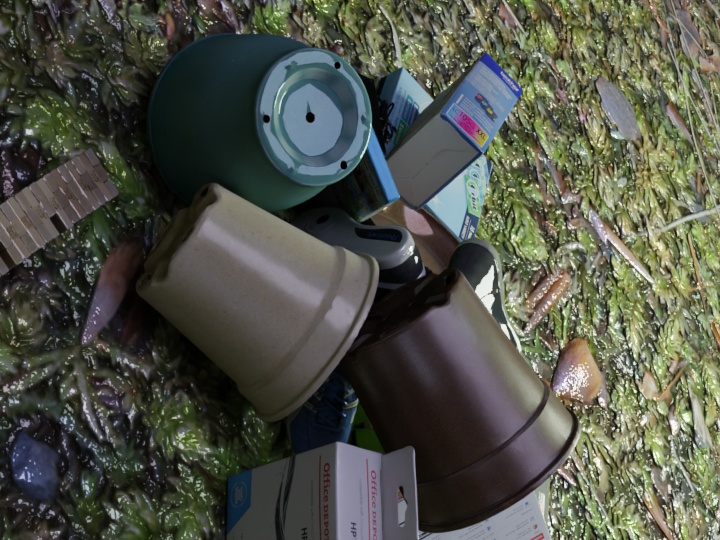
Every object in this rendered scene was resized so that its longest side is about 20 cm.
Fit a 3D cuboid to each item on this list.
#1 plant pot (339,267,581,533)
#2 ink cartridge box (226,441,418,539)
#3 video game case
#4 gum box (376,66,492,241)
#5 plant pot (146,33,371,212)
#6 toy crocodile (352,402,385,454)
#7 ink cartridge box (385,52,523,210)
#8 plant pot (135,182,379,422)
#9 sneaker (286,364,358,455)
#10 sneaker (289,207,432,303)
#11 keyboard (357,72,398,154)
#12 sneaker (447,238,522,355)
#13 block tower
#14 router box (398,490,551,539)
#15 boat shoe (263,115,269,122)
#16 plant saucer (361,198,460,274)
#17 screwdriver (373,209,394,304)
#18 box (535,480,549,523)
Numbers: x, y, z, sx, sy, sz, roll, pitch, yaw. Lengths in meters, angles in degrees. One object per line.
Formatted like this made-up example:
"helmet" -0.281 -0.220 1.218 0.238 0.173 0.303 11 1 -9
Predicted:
"plant pot" 0.086 0.119 1.271 0.199 0.199 0.200 59 39 -12
"ink cartridge box" -0.040 0.236 1.221 0.068 0.199 0.117 22 55 -42
"video game case" -0.022 -0.123 1.440 0.018 0.200 0.144 -20 87 -21
"gum box" 0.086 -0.141 1.689 0.200 0.044 0.171 44 43 -27
"plant pot" -0.090 -0.151 1.311 0.199 0.187 0.202 -2 94 -33
"toy crocodile" -0.006 0.114 1.433 0.062 0.067 0.201 -20 90 -56
"ink cartridge box" 0.118 -0.181 1.591 0.076 0.136 0.200 43 42 -9
"plant pot" -0.114 0.018 1.273 0.183 0.200 0.201 36 46 -19
"sneaker" -0.035 0.117 1.346 0.075 0.077 0.202 7 85 -5
"sneaker" 0.000 0.000 1.426 0.073 0.199 0.112 -45 125 -22
"keyboard" -0.006 -0.184 1.566 0.103 0.040 0.201 21 32 -18
"sneaker" 0.118 0.076 1.404 0.106 0.074 0.201 -46 128 -49
"block tower" -0.303 -0.046 1.168 0.054 0.058 0.200 58 37 -12
"router box" 0.100 0.275 1.409 0.199 0.049 0.181 -23 97 -25
"boat shoe" -0.121 -0.173 1.438 0.200 0.068 0.072 41 44 -30
"plant saucer" 0.066 -0.025 1.522 0.200 0.037 0.201 36 21 -16
"screwdriver" 0.018 -0.001 1.551 0.029 0.028 0.201 19 53 -7
"box" 0.176 0.225 1.609 0.159 0.049 0.201 35 48 -32
